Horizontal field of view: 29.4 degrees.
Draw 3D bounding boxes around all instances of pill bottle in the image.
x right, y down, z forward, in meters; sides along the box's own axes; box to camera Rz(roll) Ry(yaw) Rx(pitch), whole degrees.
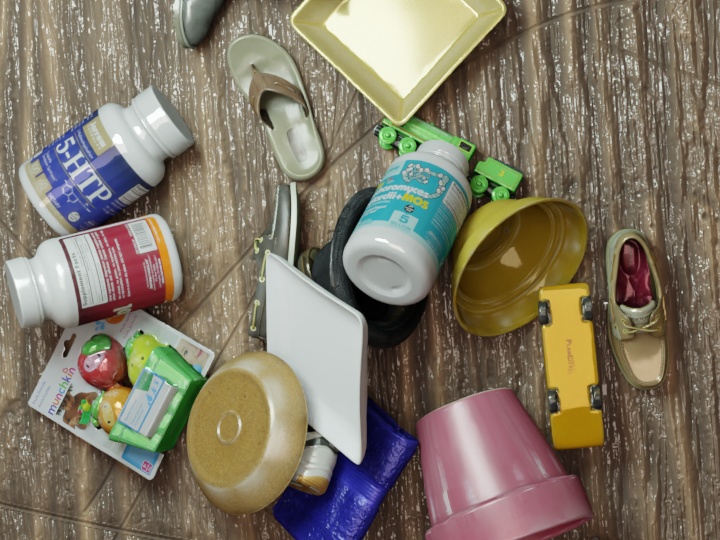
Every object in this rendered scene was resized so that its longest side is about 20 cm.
[{"bbox_3d":[-0.329,0.006,1.693,0.199,0.113,0.113,-15,89,-20],"label":"pill bottle"},{"bbox_3d":[-0.315,-0.139,1.721,0.200,0.120,0.120,-35,87,6],"label":"pill bottle"},{"bbox_3d":[0.063,-0.063,1.614,0.110,0.111,0.200,23,52,6],"label":"pill bottle"}]

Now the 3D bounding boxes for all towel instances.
[{"bbox_3d":[-0.025,0.256,1.689,0.049,0.148,0.201,26,96,-38],"label":"towel"}]

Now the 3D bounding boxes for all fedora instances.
[{"bbox_3d":[0.000,0.000,1.684,0.091,0.200,0.202,-11,90,40],"label":"fedora"}]

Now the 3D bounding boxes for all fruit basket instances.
[{"bbox_3d":[-0.307,0.139,1.739,0.199,0.094,0.186,29,94,9],"label":"fruit basket"}]

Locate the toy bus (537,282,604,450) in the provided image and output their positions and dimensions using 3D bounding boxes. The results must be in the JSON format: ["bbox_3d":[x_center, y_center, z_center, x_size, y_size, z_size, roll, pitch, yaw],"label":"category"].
[{"bbox_3d":[0.257,0.116,1.678,0.065,0.078,0.201,-6,90,7],"label":"toy bus"}]

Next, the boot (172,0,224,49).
[{"bbox_3d":[-0.126,-0.356,1.704,0.199,0.073,0.183,10,92,15],"label":"boot"}]

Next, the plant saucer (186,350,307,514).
[{"bbox_3d":[-0.149,0.193,1.663,0.200,0.035,0.201,-14,68,37],"label":"plant saucer"}]

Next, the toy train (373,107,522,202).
[{"bbox_3d":[0.111,-0.143,1.712,0.199,0.042,0.057,29,84,6],"label":"toy train"}]

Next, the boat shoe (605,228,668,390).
[{"bbox_3d":[0.335,0.049,1.674,0.074,0.066,0.201,-11,90,7],"label":"boat shoe"}]

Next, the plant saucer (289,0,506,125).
[{"bbox_3d":[0.048,-0.314,1.708,0.200,0.048,0.200,44,96,8],"label":"plant saucer"}]

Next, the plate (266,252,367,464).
[{"bbox_3d":[-0.046,0.098,1.617,0.032,0.199,0.201,-18,123,-31],"label":"plate"}]

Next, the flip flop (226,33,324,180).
[{"bbox_3d":[-0.105,-0.207,1.726,0.081,0.058,0.201,-23,88,7],"label":"flip flop"}]

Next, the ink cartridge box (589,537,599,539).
[{"bbox_3d":[0.213,0.401,1.628,0.196,0.200,0.043,-32,87,6],"label":"ink cartridge box"}]

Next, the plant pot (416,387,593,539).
[{"bbox_3d":[0.156,0.247,1.648,0.199,0.200,0.180,-22,73,6],"label":"plant pot"}]

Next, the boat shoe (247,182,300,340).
[{"bbox_3d":[-0.108,-0.011,1.722,0.060,0.072,0.202,3,94,3],"label":"boat shoe"}]

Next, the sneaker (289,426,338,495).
[{"bbox_3d":[-0.105,0.215,1.712,0.199,0.076,0.088,12,69,35],"label":"sneaker"}]

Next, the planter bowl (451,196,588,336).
[{"bbox_3d":[0.173,-0.024,1.662,0.200,0.200,0.083,-46,50,5],"label":"planter bowl"}]

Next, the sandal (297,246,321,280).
[{"bbox_3d":[-0.058,0.073,1.718,0.054,0.082,0.201,-10,94,26],"label":"sandal"}]
